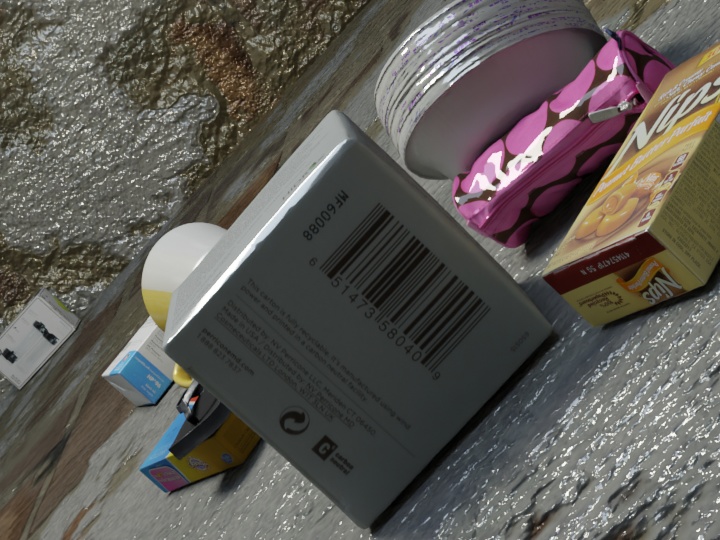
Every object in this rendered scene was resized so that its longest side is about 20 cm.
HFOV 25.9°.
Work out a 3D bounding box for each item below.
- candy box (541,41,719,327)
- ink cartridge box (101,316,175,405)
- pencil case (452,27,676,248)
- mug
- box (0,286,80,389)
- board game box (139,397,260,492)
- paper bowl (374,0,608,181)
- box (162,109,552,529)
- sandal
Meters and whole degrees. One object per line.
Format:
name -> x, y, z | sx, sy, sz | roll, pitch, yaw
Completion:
candy box -> 0.207, -0.064, 0.999 | 0.201, 0.055, 0.115 | -56, 14, -29
ink cartridge box -> -0.254, 0.084, 2.116 | 0.201, 0.068, 0.116 | -53, 13, -17
pencil case -> 0.157, -0.097, 1.209 | 0.200, 0.090, 0.094 | -43, 17, 32
mug -> -0.166, 0.037, 1.884 | 0.148, 0.189, 0.153 | -18, 10, -24
box -> -0.725, 0.150, 3.451 | 0.200, 0.116, 0.060 | -47, 10, 14
board game box -> -0.135, 0.142, 1.591 | 0.154, 0.040, 0.200 | -56, 14, -31
paper bowl -> 0.119, -0.146, 1.315 | 0.199, 0.105, 0.201 | -24, -24, -11
box -> -0.008, 0.029, 1.122 | 0.200, 0.199, 0.171 | -46, 12, 7
sandal -> -0.150, 0.115, 1.528 | 0.076, 0.043, 0.201 | -41, 14, 29
